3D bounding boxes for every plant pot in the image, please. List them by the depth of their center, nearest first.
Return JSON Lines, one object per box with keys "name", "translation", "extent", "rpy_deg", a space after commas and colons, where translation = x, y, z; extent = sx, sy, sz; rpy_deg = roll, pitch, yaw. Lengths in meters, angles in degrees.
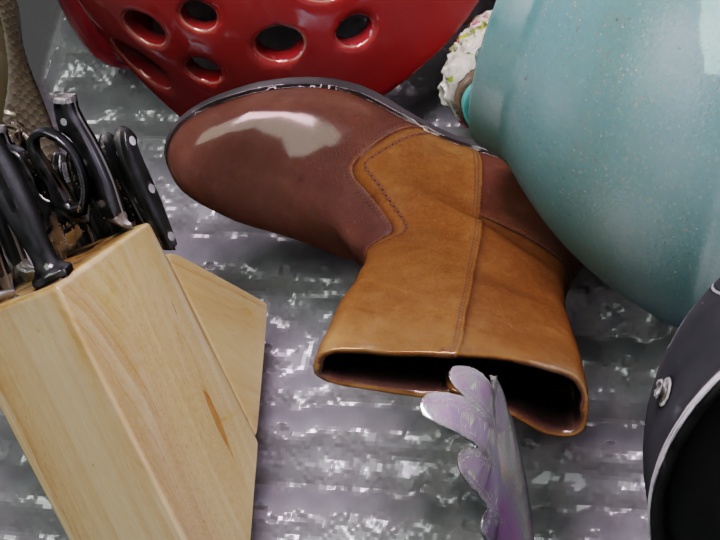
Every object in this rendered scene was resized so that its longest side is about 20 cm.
{"name": "plant pot", "translation": [0.124, -0.081, 1.016], "extent": [0.134, 0.200, 0.200], "rpy_deg": [22, 74, 14]}
{"name": "plant pot", "translation": [-0.056, -0.186, 1.150], "extent": [0.200, 0.183, 0.201], "rpy_deg": [-17, 51, 22]}

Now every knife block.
{"name": "knife block", "translation": [-0.122, 0.033, 1.083], "extent": [0.064, 0.175, 0.200], "rpy_deg": [-19, 56, 39]}

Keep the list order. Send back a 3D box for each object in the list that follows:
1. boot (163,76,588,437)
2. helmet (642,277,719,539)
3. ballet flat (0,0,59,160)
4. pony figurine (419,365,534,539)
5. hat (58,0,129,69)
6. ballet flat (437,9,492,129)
{"name": "boot", "translation": [0.000, 0.000, 1.043], "extent": [0.188, 0.069, 0.200], "rpy_deg": [16, 28, -1]}
{"name": "helmet", "translation": [0.198, 0.068, 0.880], "extent": [0.200, 0.200, 0.191], "rpy_deg": [-41, 59, -2]}
{"name": "ballet flat", "translation": [-0.194, -0.103, 1.264], "extent": [0.067, 0.046, 0.200], "rpy_deg": [-29, 57, 5]}
{"name": "pony figurine", "translation": [0.060, 0.156, 0.940], "extent": [0.200, 0.193, 0.167], "rpy_deg": [23, 65, 22]}
{"name": "hat", "translation": [-0.205, -0.186, 1.313], "extent": [0.165, 0.200, 0.176], "rpy_deg": [-11, 102, 2]}
{"name": "ballet flat", "translation": [0.127, -0.114, 1.129], "extent": [0.200, 0.076, 0.064], "rpy_deg": [-15, 40, 10]}
